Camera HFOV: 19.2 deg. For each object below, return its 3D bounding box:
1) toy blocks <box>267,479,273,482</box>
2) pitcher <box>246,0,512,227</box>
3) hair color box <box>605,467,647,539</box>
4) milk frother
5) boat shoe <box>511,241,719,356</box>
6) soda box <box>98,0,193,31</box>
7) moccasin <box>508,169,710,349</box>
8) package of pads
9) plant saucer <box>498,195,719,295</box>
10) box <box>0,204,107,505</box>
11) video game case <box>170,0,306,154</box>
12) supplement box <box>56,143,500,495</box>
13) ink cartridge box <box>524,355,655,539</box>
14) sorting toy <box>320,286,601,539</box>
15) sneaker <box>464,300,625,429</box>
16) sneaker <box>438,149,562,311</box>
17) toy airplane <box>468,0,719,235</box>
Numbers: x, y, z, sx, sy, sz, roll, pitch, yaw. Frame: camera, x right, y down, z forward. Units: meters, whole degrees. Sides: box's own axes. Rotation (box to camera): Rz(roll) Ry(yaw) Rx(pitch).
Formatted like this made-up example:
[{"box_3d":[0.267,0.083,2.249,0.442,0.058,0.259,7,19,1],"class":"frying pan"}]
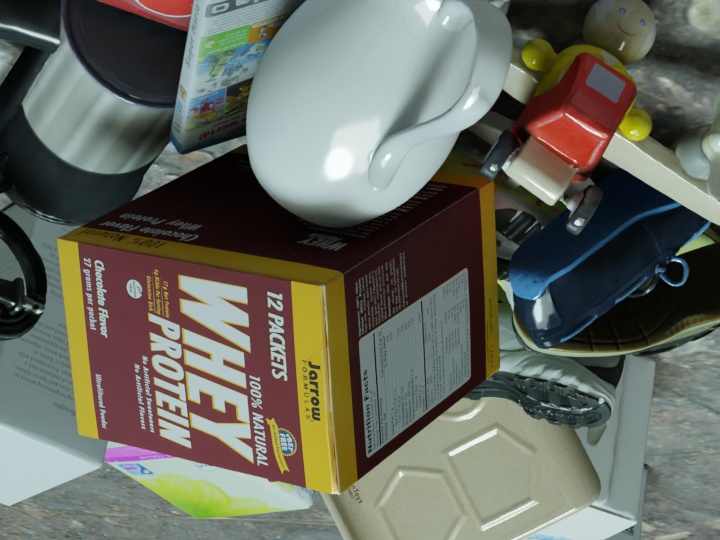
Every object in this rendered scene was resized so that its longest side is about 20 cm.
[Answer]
[{"box_3d":[-0.081,0.075,1.675,0.100,0.137,0.200,10,153,34],"class":"toy blocks"},{"box_3d":[0.018,-0.104,1.187,0.121,0.172,0.200,16,129,-24],"class":"pitcher"},{"box_3d":[0.154,0.201,1.900,0.199,0.101,0.061,19,152,-18],"class":"hair color box"},{"box_3d":[-0.185,-0.078,1.352,0.180,0.201,0.188,-2,159,-26],"class":"milk frother"},{"box_3d":[0.192,0.031,1.471,0.199,0.074,0.065,-8,154,-20],"class":"boat shoe"},{"box_3d":[-0.142,-0.201,1.268,0.199,0.064,0.070,18,150,-15],"class":"soda box"},{"box_3d":[0.167,-0.014,1.406,0.080,0.199,0.069,21,130,46],"class":"moccasin"},{"box_3d":[-0.146,0.162,1.960,0.154,0.069,0.200,-9,148,34],"class":"package of pads"},{"box_3d":[0.179,-0.012,1.561,0.199,0.031,0.200,8,152,4],"class":"plant saucer"},{"box_3d":[-0.261,0.062,1.661,0.106,0.201,0.152,26,149,-29],"class":"box"},{"box_3d":[-0.036,-0.155,1.250,0.143,0.018,0.200,-20,150,-25],"class":"video game case"},{"box_3d":[-0.047,0.022,1.324,0.196,0.200,0.134,10,114,31],"class":"supplement box"},{"box_3d":[0.128,0.146,1.753,0.144,0.148,0.200,19,151,-18],"class":"ink cartridge box"},{"box_3d":[0.060,0.131,1.618,0.199,0.186,0.036,-29,175,17],"class":"sorting toy"},{"box_3d":[0.100,0.052,1.553,0.199,0.080,0.074,17,152,19],"class":"sneaker"},{"box_3d":[0.102,-0.032,1.458,0.078,0.090,0.200,-40,149,8],"class":"sneaker"},{"box_3d":[0.135,-0.106,1.312,0.200,0.142,0.199,27,-173,-47],"class":"toy airplane"}]
